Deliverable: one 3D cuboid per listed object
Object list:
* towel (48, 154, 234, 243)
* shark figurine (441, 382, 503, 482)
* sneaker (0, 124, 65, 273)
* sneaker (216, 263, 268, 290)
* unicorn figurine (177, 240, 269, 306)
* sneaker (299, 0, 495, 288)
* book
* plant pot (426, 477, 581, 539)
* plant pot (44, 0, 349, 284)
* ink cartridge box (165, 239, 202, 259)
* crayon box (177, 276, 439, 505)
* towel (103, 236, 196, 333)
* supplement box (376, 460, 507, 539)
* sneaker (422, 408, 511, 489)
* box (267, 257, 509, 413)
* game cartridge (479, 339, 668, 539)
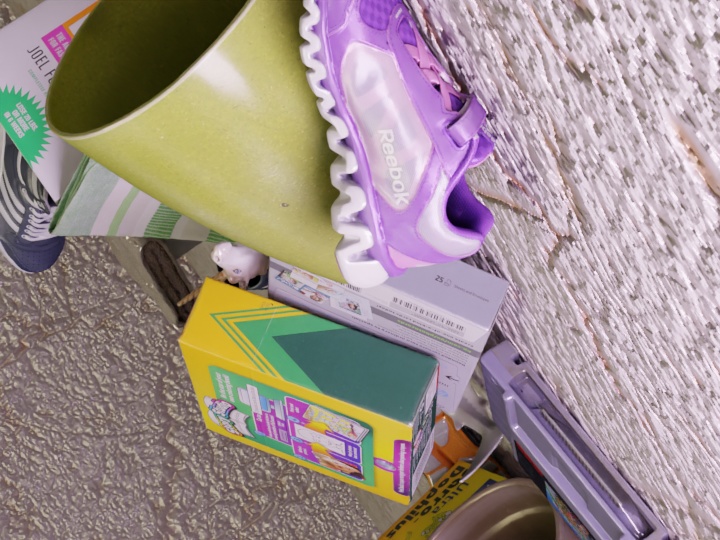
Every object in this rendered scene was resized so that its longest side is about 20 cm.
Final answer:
[{"bbox_3d":[-0.119,-0.054,1.338,0.153,0.200,0.023,131,136,-57],"label":"towel"},{"bbox_3d":[0.045,0.090,1.447,0.215,0.089,0.128,54,173,24],"label":"shark figurine"},{"bbox_3d":[-0.259,-0.055,1.493,0.109,0.070,0.200,45,143,35],"label":"sneaker"},{"bbox_3d":[-0.112,-0.004,1.961,0.075,0.084,0.200,52,171,23],"label":"sneaker"},{"bbox_3d":[-0.066,-0.074,1.228,0.074,0.200,0.137,20,164,11],"label":"unicorn figurine"},{"bbox_3d":[0.025,-0.086,0.933,0.080,0.088,0.200,-54,-42,-56],"label":"sneaker"},{"bbox_3d":[-0.186,-0.160,1.361,0.134,0.200,0.048,55,174,0],"label":"book"},{"bbox_3d":[0.142,0.289,1.381,0.173,0.200,0.200,38,178,-22],"label":"plant pot"},{"bbox_3d":[-0.047,-0.088,1.044,0.200,0.187,0.187,43,179,-30],"label":"plant pot"},{"bbox_3d":[-0.174,-0.141,1.563,0.145,0.145,0.200,46,169,39],"label":"ink cartridge box"},{"bbox_3d":[-0.034,0.091,1.291,0.172,0.058,0.200,21,159,9],"label":"crayon box"},{"bbox_3d":[-0.196,-0.016,1.583,0.133,0.034,0.200,45,168,30],"label":"towel"},{"bbox_3d":[0.126,0.277,1.534,0.200,0.109,0.110,51,166,-15],"label":"supplement box"},{"bbox_3d":[0.085,0.168,1.611,0.200,0.078,0.077,57,-168,-15],"label":"sneaker"},{"bbox_3d":[0.012,0.026,1.222,0.156,0.041,0.200,24,159,5],"label":"box"},{"bbox_3d":[0.155,0.152,1.251,0.200,0.038,0.130,51,167,26],"label":"game cartridge"}]
